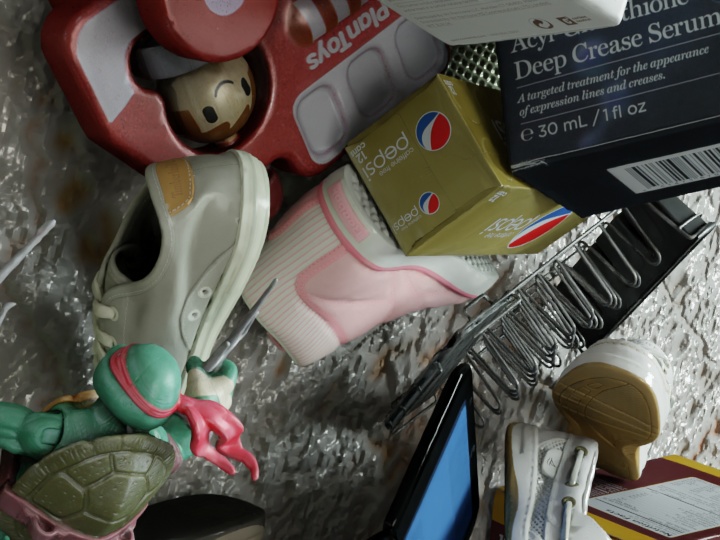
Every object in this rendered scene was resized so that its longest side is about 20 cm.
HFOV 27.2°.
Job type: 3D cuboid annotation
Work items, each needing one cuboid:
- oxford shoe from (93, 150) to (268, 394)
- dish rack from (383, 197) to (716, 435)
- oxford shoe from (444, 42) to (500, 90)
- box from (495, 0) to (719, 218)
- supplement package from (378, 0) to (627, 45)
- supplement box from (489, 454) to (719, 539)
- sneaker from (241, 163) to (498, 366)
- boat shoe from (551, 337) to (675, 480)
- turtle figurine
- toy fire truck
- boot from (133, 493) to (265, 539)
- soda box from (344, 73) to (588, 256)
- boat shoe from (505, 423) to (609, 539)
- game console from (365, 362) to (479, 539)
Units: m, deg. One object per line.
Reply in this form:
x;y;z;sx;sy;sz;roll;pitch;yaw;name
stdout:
-0.100;0.026;0.694;0.057;0.076;0.201;7;128;-26;oxford shoe
0.103;0.034;0.876;0.199;0.055;0.154;-34;165;-31;dish rack
0.049;-0.120;0.844;0.198;0.058;0.076;-19;108;-23;oxford shoe
0.150;-0.147;0.751;0.107;0.147;0.203;23;59;-59;box
0.018;-0.190;0.604;0.199;0.117;0.118;26;79;-32;supplement package
0.192;0.248;1.006;0.198;0.132;0.200;-1;102;-41;supplement box
0.000;0.000;0.825;0.104;0.076;0.200;-38;162;18;sneaker
0.166;0.073;0.947;0.070;0.070;0.200;-61;165;-15;boat shoe
-0.123;0.070;0.605;0.149;0.101;0.200;26;121;-33;turtle figurine
-0.048;-0.115;0.717;0.200;0.111;0.169;-42;124;-25;toy fire truck
-0.130;0.207;0.753;0.199;0.073;0.153;-13;109;-45;boot
0.072;-0.052;0.810;0.068;0.064;0.199;60;23;12;soda box
0.118;0.168;0.855;0.202;0.068;0.071;-85;172;-45;boat shoe
0.063;0.184;0.804;0.116;0.176;0.201;-31;149;-13;game console
